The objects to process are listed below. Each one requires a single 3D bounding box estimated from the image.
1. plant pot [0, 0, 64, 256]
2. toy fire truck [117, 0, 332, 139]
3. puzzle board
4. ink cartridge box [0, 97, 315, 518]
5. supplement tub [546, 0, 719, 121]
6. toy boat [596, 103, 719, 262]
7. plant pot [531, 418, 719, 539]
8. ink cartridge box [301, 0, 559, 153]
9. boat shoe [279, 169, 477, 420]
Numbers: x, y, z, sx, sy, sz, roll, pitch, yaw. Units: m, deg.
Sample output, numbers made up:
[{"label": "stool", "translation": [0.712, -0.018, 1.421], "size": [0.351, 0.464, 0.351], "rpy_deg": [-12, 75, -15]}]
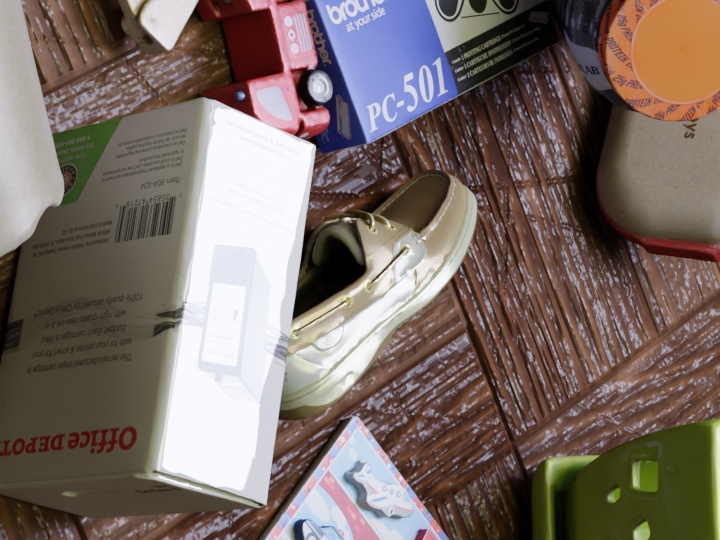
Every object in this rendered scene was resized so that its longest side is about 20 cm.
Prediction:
[{"label": "plant pot", "translation": [-0.234, -0.096, 1.285], "size": [0.200, 0.200, 0.184], "rpy_deg": [-41, 122, -40]}, {"label": "toy fire truck", "translation": [-0.096, -0.162, 1.509], "size": [0.141, 0.049, 0.201], "rpy_deg": [-15, 95, -44]}, {"label": "puzzle board", "translation": [0.014, 0.209, 1.578], "size": [0.200, 0.017, 0.151], "rpy_deg": [54, 51, -23]}, {"label": "ink cartridge box", "translation": [-0.112, 0.025, 1.396], "size": [0.084, 0.145, 0.201], "rpy_deg": [22, 69, -41]}, {"label": "supplement tub", "translation": [0.181, -0.175, 1.663], "size": [0.123, 0.122, 0.200], "rpy_deg": [53, 11, -24]}, {"label": "toy boat", "translation": [0.240, -0.088, 1.790], "size": [0.131, 0.130, 0.201], "rpy_deg": [61, 41, -60]}, {"label": "plant pot", "translation": [0.219, 0.198, 1.662], "size": [0.199, 0.181, 0.200], "rpy_deg": [5, 80, -43]}, {"label": "ink cartridge box", "translation": [0.037, -0.150, 1.636], "size": [0.200, 0.044, 0.094], "rpy_deg": [-31, 104, -43]}, {"label": "boat shoe", "translation": [0.000, 0.000, 1.558], "size": [0.200, 0.074, 0.067], "rpy_deg": [-53, 124, -35]}]
